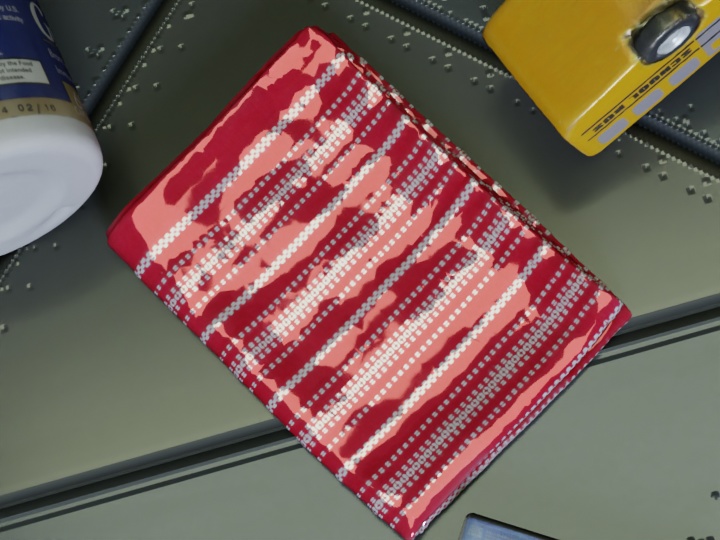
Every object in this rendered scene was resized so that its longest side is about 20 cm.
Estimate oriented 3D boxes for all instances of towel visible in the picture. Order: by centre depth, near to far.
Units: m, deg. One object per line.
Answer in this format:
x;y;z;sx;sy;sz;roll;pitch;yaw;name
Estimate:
0.000;0.000;0.814;0.145;0.022;0.200;-45;75;-7;towel

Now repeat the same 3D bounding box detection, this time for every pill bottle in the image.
-0.200;-0.110;0.821;0.111;0.111;0.200;-25;73;-2;pill bottle

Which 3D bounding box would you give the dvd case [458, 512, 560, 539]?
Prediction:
0.081;0.214;0.745;0.142;0.018;0.200;16;75;10;dvd case

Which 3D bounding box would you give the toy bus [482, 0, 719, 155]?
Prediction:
0.148;-0.139;0.780;0.200;0.078;0.065;-41;70;12;toy bus
